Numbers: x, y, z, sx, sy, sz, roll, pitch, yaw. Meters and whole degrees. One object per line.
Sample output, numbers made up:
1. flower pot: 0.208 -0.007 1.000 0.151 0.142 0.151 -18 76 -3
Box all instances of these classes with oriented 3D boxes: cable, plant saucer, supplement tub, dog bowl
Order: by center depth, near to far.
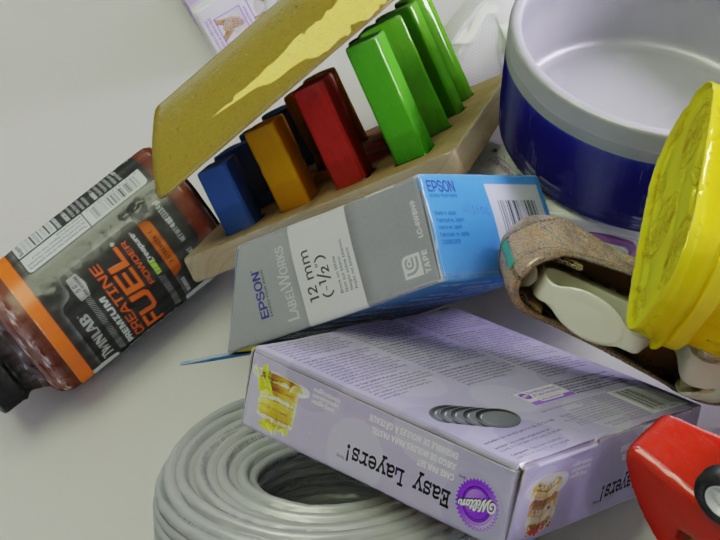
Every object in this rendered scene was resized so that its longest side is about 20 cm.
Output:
1. cable: -0.016 0.134 0.894 0.198 0.070 0.200 9 23 24
2. dog bowl: 0.187 -0.116 1.012 0.197 0.079 0.201 3 44 -3
3. plant saucer: -0.059 -0.139 1.065 0.199 0.049 0.200 -39 7 8
4. supplement tub: -0.194 0.012 1.136 0.200 0.107 0.107 -40 43 -10

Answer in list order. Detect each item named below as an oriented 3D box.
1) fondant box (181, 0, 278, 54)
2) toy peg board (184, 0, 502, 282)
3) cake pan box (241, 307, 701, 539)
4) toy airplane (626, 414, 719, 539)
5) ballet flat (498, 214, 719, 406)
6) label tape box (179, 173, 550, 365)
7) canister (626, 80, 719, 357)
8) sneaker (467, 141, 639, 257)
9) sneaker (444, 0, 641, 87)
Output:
1. fondant box: -0.069 -0.283 1.382 0.199 0.058 0.145 -32 43 -1
2. toy peg board: -0.017 -0.101 1.072 0.197 0.099 0.200 -20 13 22
3. cake pan box: 0.065 0.077 0.885 0.183 0.053 0.199 23 19 34
4. toy airplane: 0.223 0.170 0.758 0.198 0.142 0.201 6 55 -15
5. ballet flat: 0.164 0.035 0.883 0.198 0.069 0.067 22 22 -1
6. label tape box: 0.000 0.000 0.970 0.198 0.143 0.067 -17 84 34
7. canister: 0.253 0.001 0.846 0.198 0.087 0.150 21 52 -4
8. sneaker: 0.098 -0.047 1.053 0.198 0.075 0.100 9 55 35
9. sneaker: 0.150 -0.173 1.146 0.199 0.074 0.116 -37 40 -10
